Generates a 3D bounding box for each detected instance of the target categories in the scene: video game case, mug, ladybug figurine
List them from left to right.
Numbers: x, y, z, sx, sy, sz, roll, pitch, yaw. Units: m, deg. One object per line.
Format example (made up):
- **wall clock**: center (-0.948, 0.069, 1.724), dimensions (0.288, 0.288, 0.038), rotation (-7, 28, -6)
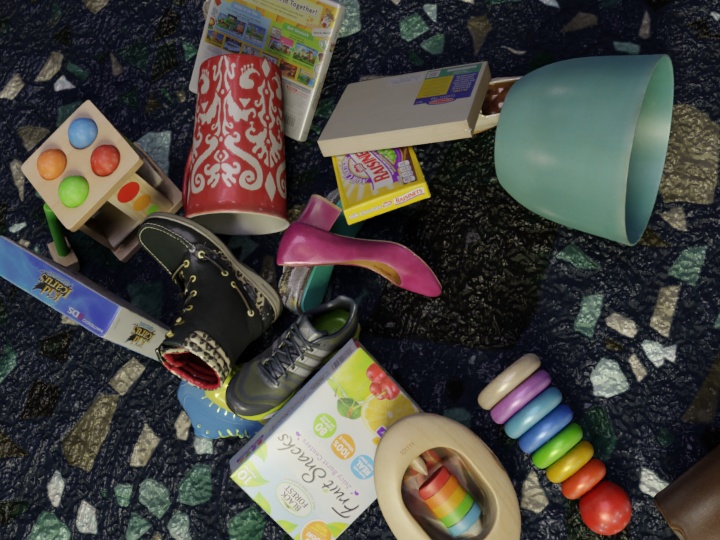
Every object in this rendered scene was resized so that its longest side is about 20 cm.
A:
- **video game case**: center (-0.331, 0.042, 1.012), dimensions (0.198, 0.181, 0.046), rotation (27, 82, 21)
- **mug**: center (-0.174, -0.156, 1.043), dimensions (0.174, 0.133, 0.204), rotation (-3, 81, 19)
- **video game case**: center (-0.130, -0.297, 1.105), dimensions (0.198, 0.023, 0.185), rotation (27, 109, 21)
- **ladybug figurine**: center (0.090, 0.241, 0.876), dimensions (0.135, 0.072, 0.201), rotation (-37, 95, -9)

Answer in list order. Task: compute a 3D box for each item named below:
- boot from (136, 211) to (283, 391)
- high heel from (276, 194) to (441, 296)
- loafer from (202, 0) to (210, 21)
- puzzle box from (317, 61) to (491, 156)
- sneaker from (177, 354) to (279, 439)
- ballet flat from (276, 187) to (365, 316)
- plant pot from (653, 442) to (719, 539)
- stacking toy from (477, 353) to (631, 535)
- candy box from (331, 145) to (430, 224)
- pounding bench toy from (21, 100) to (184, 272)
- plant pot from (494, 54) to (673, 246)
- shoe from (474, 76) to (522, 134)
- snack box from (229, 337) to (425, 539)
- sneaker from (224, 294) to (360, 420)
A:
- **boot**: center (-0.202, 0.032, 0.954), dimensions (0.202, 0.074, 0.154), rotation (37, 42, -4)
- **high heel**: center (0.000, 0.000, 0.966), dimensions (0.198, 0.067, 0.097), rotation (34, 70, -13)
- **loafer**: center (-0.140, -0.358, 1.145), dimensions (0.197, 0.063, 0.073), rotation (20, 79, 19)
- **puzzle box**: center (0.055, -0.199, 1.012), dimensions (0.197, 0.026, 0.134), rotation (-3, 42, 27)
- **sneaker**: center (-0.140, 0.173, 0.993), dimensions (0.199, 0.076, 0.106), rotation (35, 114, 12)
- **ballet flat**: center (-0.049, -0.042, 1.027), dimensions (0.071, 0.072, 0.203), rotation (24, 80, 20)
- **plant pot**: center (0.400, 0.225, 0.769), dimensions (0.197, 0.200, 0.202), rotation (-37, 68, 11)
- **stacking toy**: center (0.218, 0.191, 0.884), dimensions (0.085, 0.085, 0.201), rotation (-38, 75, 1)
- **candy box**: center (0.016, -0.134, 1.000), dimensions (0.101, 0.027, 0.201), rotation (-21, 38, 5)
- **pounding bench toy**: center (-0.363, -0.090, 1.073), dimensions (0.200, 0.156, 0.124), rotation (-45, 68, -2)
- **plant pot**: center (0.244, -0.144, 0.915), dimensions (0.159, 0.200, 0.204), rotation (14, 77, 28)
- **shoe**: center (0.172, -0.216, 1.025), dimensions (0.196, 0.053, 0.071), rotation (-5, 72, 13)
- **snack box**: center (-0.028, 0.198, 0.919), dimensions (0.200, 0.053, 0.142), rotation (-44, 102, -1)
- **sneaker**: center (-0.076, 0.092, 0.943), dimensions (0.074, 0.082, 0.199), rotation (39, 58, 19)
